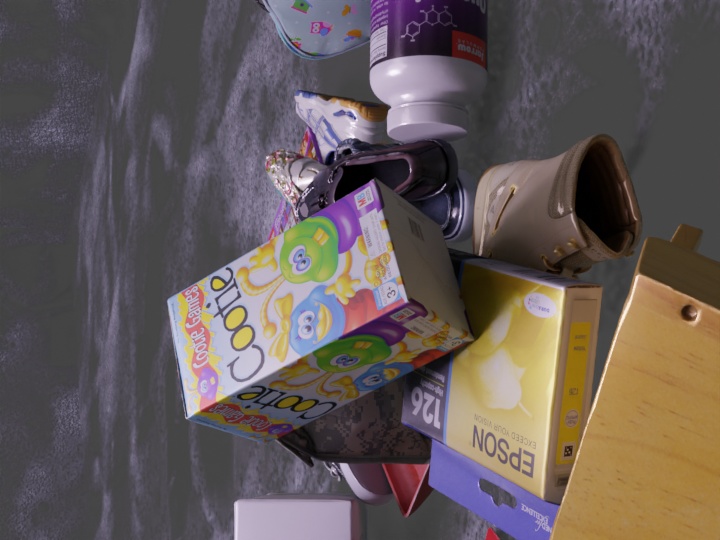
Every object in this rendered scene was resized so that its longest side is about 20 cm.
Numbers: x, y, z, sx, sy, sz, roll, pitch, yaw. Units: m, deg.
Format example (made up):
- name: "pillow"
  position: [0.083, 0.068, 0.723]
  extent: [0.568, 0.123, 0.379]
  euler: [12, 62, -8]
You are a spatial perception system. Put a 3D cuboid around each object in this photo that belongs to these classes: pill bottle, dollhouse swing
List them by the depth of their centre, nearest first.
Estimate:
- name: "dollhouse swing"
  position: [0.214, 0.093, 0.644]
  extent: [0.180, 0.175, 0.203]
  euler: [28, 118, 32]
- name: "pill bottle"
  position: [0.064, -0.227, 1.012]
  extent: [0.112, 0.111, 0.204]
  euler: [164, 108, -66]

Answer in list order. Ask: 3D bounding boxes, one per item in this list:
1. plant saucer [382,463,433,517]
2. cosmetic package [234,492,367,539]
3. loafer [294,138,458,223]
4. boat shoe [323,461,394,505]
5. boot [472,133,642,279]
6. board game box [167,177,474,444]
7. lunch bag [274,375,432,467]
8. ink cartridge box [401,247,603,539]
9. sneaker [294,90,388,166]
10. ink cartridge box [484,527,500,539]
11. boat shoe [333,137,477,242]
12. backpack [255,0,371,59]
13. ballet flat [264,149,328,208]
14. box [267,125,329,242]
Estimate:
- name: "plant saucer"
  position: [0.057, 0.102, 1.073]
  extent: [0.201, 0.036, 0.202]
  euler: [-116, 38, -50]
- name: "cosmetic package"
  position: [-0.056, 0.333, 1.106]
  extent: [0.200, 0.121, 0.203]
  euler: [59, -149, -79]
- name: "loafer"
  position: [0.000, -0.080, 1.025]
  extent: [0.198, 0.062, 0.073]
  euler: [-16, 86, 41]
- name: "boat shoe"
  position: [-0.009, 0.190, 1.165]
  extent: [0.069, 0.073, 0.200]
  euler: [-69, 28, 26]
- name: "boot"
  position: [0.147, 0.005, 0.834]
  extent: [0.155, 0.072, 0.204]
  euler: [167, 108, -65]
- name: "board game box"
  position: [-0.033, 0.037, 0.813]
  extent: [0.198, 0.104, 0.104]
  euler: [-28, 59, 23]
- name: "lunch bag"
  position: [-0.038, 0.098, 1.001]
  extent: [0.164, 0.197, 0.120]
  euler: [-138, 56, -61]
- name: "ink cartridge box"
  position: [0.096, 0.095, 0.811]
  extent: [0.197, 0.046, 0.204]
  euler: [17, 102, 61]
- name: "sneaker"
  position: [-0.034, -0.163, 1.283]
  extent: [0.200, 0.074, 0.090]
  euler: [-146, 62, -65]
- name: "ink cartridge box"
  position: [0.087, 0.347, 0.901]
  extent: [0.176, 0.083, 0.203]
  euler: [-125, 44, -57]
- name: "boat shoe"
  position: [0.040, -0.080, 1.071]
  extent: [0.200, 0.089, 0.072]
  euler: [-136, 54, -61]
- name: "backpack"
  position: [-0.031, -0.318, 1.151]
  extent: [0.200, 0.174, 0.155]
  euler: [53, -164, -62]
- name: "ballet flat"
  position: [-0.037, -0.078, 1.234]
  extent: [0.201, 0.075, 0.064]
  euler: [52, 141, 20]
- name: "box"
  position: [-0.067, -0.062, 1.390]
  extent: [0.138, 0.038, 0.202]
  euler: [-108, 31, -43]
